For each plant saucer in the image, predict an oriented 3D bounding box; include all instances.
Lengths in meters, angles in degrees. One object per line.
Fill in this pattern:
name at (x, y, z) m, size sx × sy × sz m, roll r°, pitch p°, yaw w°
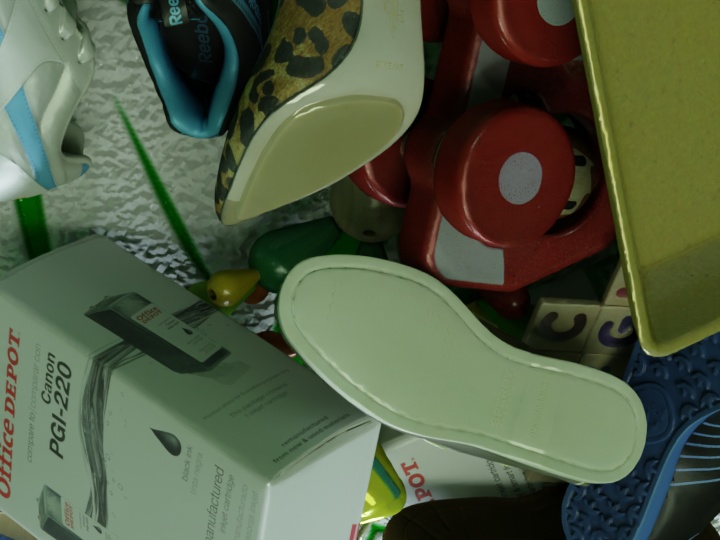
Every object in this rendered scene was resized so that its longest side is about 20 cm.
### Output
plant saucer at (0.179, -0.088, 0.775) m, size 0.200 × 0.048 × 0.200 m, roll -22°, pitch 111°, yaw -22°

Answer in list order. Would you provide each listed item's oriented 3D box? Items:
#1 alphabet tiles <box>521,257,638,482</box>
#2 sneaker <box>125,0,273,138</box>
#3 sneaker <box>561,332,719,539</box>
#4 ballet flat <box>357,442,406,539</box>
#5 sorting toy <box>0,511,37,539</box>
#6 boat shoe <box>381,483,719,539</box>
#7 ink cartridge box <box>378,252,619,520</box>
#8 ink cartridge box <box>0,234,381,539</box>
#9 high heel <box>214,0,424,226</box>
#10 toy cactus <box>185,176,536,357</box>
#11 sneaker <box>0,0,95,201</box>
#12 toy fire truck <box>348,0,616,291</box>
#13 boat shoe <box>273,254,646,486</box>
alphabet tiles at (0.172, 0.057, 0.906) m, size 0.199 × 0.006 × 0.167 m, roll 4°, pitch 132°, yaw -17°
sneaker at (-0.075, -0.154, 0.768) m, size 0.073 × 0.082 × 0.200 m, roll -5°, pitch 125°, yaw 9°
sneaker at (0.177, 0.068, 0.875) m, size 0.078 × 0.070 × 0.200 m, roll -2°, pitch 130°, yaw -44°
ballet flat at (-0.038, 0.138, 0.947) m, size 0.067 × 0.067 × 0.200 m, roll 41°, pitch 144°, yaw -8°
sorting toy at (-0.233, 0.229, 1.017) m, size 0.198 × 0.070 × 0.200 m, roll 1°, pitch 124°, yaw -14°
boat shoe at (0.103, 0.164, 0.947) m, size 0.199 × 0.074 × 0.066 m, roll 4°, pitch 137°, yaw -13°
ink cartridge box at (0.107, 0.092, 0.987) m, size 0.200 × 0.084 × 0.145 m, roll -23°, pitch 126°, yaw 3°
ink cartridge box at (-0.099, 0.093, 0.868) m, size 0.085 × 0.200 × 0.146 m, roll -26°, pitch 137°, yaw -43°
high heel at (-0.021, -0.126, 0.783) m, size 0.071 × 0.143 × 0.200 m, roll 15°, pitch 128°, yaw -42°
toy cactus at (0.000, 0.000, 0.893) m, size 0.199 × 0.102 × 0.165 m, roll 6°, pitch 107°, yaw 12°
sneaker at (-0.167, -0.121, 0.789) m, size 0.081 × 0.077 × 0.200 m, roll -10°, pitch 133°, yaw -16°
toy fire truck at (0.093, -0.087, 0.825) m, size 0.168 × 0.112 × 0.201 m, roll 6°, pitch 100°, yaw -32°
boat shoe at (0.041, 0.051, 0.819) m, size 0.201 × 0.060 × 0.072 m, roll 25°, pitch 78°, yaw -21°
